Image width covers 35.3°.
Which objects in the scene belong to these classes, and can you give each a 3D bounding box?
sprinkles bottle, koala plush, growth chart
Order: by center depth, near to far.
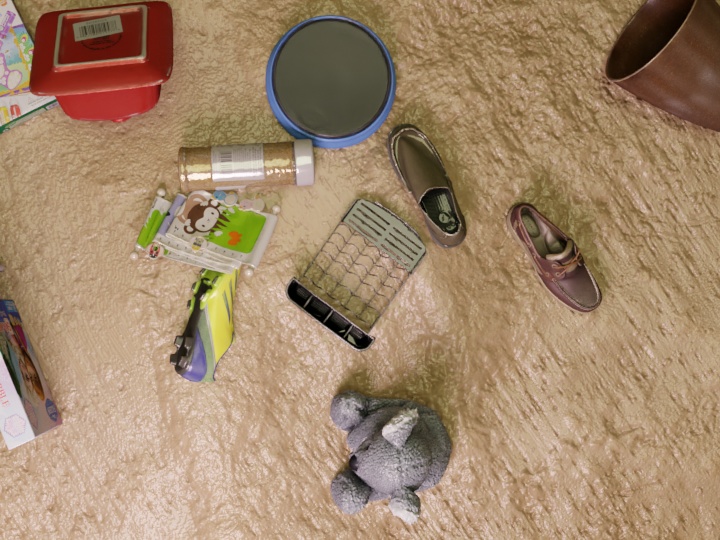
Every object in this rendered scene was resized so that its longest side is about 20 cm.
[{"bbox_3d":[0.050,0.261,1.600,0.182,0.200,0.179,-1,87,-4],"label":"koala plush"},{"bbox_3d":[-0.224,-0.061,1.659,0.198,0.018,0.146,10,61,3],"label":"growth chart"},{"bbox_3d":[-0.167,-0.155,1.666,0.198,0.068,0.069,-4,88,-4],"label":"sprinkles bottle"}]

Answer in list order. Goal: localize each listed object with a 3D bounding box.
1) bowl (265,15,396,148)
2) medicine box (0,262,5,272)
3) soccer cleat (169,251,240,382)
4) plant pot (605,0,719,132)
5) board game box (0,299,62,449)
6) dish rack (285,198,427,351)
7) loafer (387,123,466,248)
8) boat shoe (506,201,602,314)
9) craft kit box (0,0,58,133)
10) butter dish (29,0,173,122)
[{"bbox_3d":[-0.044,-0.285,1.694,0.198,0.039,0.203,0,87,-4],"label":"bowl"},{"bbox_3d":[-0.606,0.036,1.563,0.103,0.200,0.183,36,86,-2],"label":"medicine box"},{"bbox_3d":[-0.214,0.069,1.668,0.083,0.064,0.202,26,80,-34],"label":"soccer cleat"},{"bbox_3d":[0.500,-0.299,1.676,0.199,0.187,0.188,34,86,-16],"label":"plant pot"},{"bbox_3d":[-0.485,0.138,1.569,0.041,0.200,0.201,-22,90,-5],"label":"board game box"},{"bbox_3d":[0.000,0.000,1.679,0.153,0.055,0.201,36,86,-3],"label":"dish rack"},{"bbox_3d":[0.105,-0.130,1.683,0.075,0.070,0.201,-30,90,-4],"label":"loafer"},{"bbox_3d":[0.294,-0.019,1.690,0.072,0.072,0.201,-35,90,-4],"label":"boat shoe"},{"bbox_3d":[-0.568,-0.295,1.658,0.199,0.049,0.199,-28,87,-5],"label":"craft kit box"},{"bbox_3d":[-0.359,-0.279,1.627,0.198,0.149,0.201,-7,48,-2],"label":"butter dish"}]
